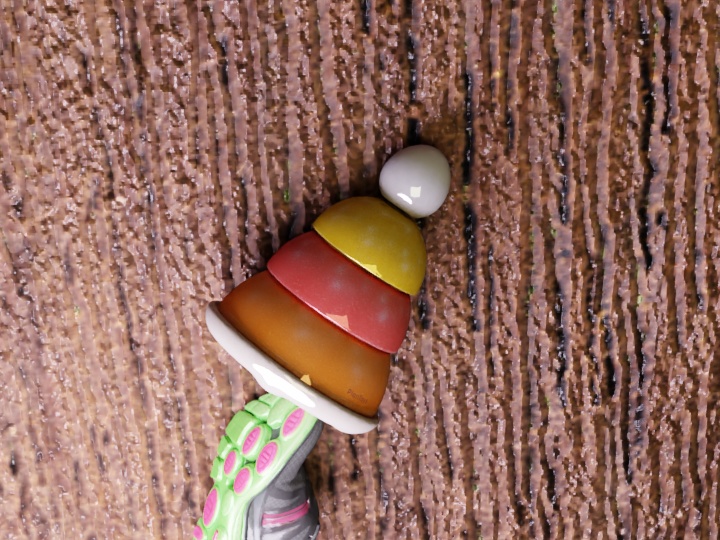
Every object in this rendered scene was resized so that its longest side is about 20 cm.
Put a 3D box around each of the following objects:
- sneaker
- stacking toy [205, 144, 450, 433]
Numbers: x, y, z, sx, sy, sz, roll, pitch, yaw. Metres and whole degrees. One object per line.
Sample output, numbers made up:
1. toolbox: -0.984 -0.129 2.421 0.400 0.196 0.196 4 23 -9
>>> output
1. sneaker: -0.068 0.170 1.523 0.084 0.077 0.200 4 127 -30
2. stacking toy: 0.000 0.000 1.403 0.146 0.146 0.200 34 95 -25
